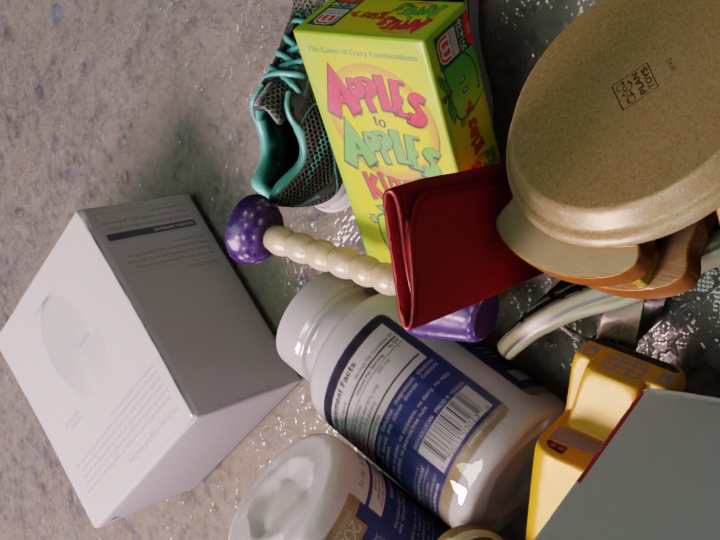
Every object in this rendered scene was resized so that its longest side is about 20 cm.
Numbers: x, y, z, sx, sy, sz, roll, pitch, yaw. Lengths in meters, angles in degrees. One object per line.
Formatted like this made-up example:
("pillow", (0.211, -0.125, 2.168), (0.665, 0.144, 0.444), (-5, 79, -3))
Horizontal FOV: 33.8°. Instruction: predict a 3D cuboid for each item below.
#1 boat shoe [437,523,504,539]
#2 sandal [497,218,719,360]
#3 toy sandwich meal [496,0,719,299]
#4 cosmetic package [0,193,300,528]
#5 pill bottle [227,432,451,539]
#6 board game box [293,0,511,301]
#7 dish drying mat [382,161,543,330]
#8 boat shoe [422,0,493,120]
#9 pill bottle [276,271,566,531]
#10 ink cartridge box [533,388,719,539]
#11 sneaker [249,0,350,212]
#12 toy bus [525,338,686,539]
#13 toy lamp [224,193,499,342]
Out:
("boat shoe", (0.061, 0.261, 0.734), (0.065, 0.073, 0.201), (-133, 46, -75))
("sandal", (0.162, 0.022, 0.716), (0.201, 0.080, 0.057), (-26, 96, 43))
("toy sandwich meal", (0.167, -0.078, 0.662), (0.205, 0.070, 0.206), (-26, 45, 29))
("cosmetic package", (-0.187, 0.077, 1.018), (0.199, 0.123, 0.200), (-46, 67, 39))
("pill bottle", (0.016, 0.209, 0.805), (0.200, 0.111, 0.111), (41, 137, -21))
("board game box", (0.036, -0.074, 0.765), (0.101, 0.048, 0.200), (14, 136, 38))
("dish drying mat", (0.073, -0.022, 0.700), (0.018, 0.200, 0.077), (-4, 97, 31))
("boat shoe", (0.044, -0.150, 0.784), (0.073, 0.068, 0.200), (18, 114, 39))
("pill bottle", (0.036, 0.083, 0.820), (0.200, 0.111, 0.111), (36, 123, 31))
("ink cartridge box", (0.195, 0.189, 0.598), (0.144, 0.145, 0.200), (6, 130, 42))
("sneaker", (-0.037, -0.134, 0.848), (0.077, 0.091, 0.201), (15, 110, 39))
("toy bus", (0.142, 0.145, 0.713), (0.065, 0.078, 0.200), (22, 126, 32))
("toy lamp", (0.000, 0.000, 0.790), (0.200, 0.058, 0.058), (20, 114, 34))
